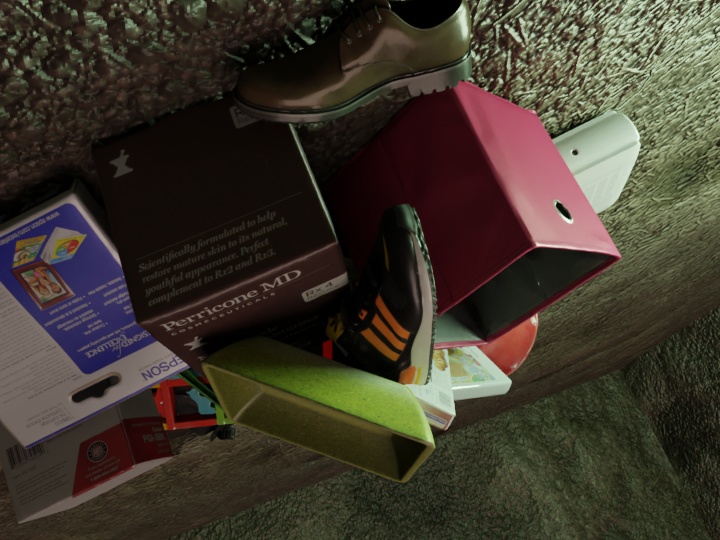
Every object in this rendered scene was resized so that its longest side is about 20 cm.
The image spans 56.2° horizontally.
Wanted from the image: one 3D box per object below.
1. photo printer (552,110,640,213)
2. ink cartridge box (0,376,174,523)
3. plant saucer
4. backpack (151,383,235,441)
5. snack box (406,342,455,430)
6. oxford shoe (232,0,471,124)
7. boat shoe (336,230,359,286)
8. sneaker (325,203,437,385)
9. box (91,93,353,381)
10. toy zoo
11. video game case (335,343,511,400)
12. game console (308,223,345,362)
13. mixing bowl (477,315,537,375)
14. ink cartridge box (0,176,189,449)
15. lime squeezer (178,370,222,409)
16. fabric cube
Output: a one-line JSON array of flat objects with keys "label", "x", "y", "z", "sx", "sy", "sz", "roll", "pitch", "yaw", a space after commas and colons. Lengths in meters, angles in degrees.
[{"label": "photo printer", "x": 0.250, "y": -0.104, "z": 0.879, "sx": 0.198, "sy": 0.070, "sz": 0.167, "roll": -27, "pitch": 155, "yaw": -4}, {"label": "ink cartridge box", "x": -0.303, "y": 0.133, "z": 0.708, "sx": 0.145, "sy": 0.203, "sz": 0.083, "roll": -26, "pitch": 166, "yaw": 9}, {"label": "plant saucer", "x": -0.034, "y": 0.125, "z": 0.618, "sx": 0.197, "sy": 0.048, "sz": 0.201, "roll": 19, "pitch": 155, "yaw": 5}, {"label": "backpack", "x": -0.160, "y": 0.116, "z": 0.889, "sx": 0.198, "sy": 0.128, "sz": 0.168, "roll": -27, "pitch": 138, "yaw": 5}, {"label": "snack box", "x": 0.060, "y": 0.089, "z": 0.723, "sx": 0.071, "sy": 0.201, "sz": 0.025, "roll": 25, "pitch": 113, "yaw": -7}, {"label": "oxford shoe", "x": -0.008, "y": -0.173, "z": 0.517, "sx": 0.197, "sy": 0.073, "sz": 0.085, "roll": -21, "pitch": 141, "yaw": -11}, {"label": "boat shoe", "x": 0.000, "y": 0.000, "z": 0.789, "sx": 0.198, "sy": 0.072, "sz": 0.066, "roll": 6, "pitch": 116, "yaw": -44}, {"label": "sneaker", "x": 0.013, "y": 0.035, "z": 0.557, "sx": 0.088, "sy": 0.071, "sz": 0.202, "roll": -8, "pitch": 137, "yaw": -2}, {"label": "box", "x": -0.108, "y": -0.022, "z": 0.605, "sx": 0.164, "sy": 0.166, "sz": 0.201, "roll": -22, "pitch": 158, "yaw": -3}, {"label": "toy zoo", "x": -0.226, "y": 0.123, "z": 0.788, "sx": 0.196, "sy": 0.134, "sz": 0.020, "roll": -5, "pitch": -163, "yaw": -1}, {"label": "video game case", "x": 0.057, "y": 0.085, "z": 0.792, "sx": 0.198, "sy": 0.182, "sz": 0.023, "roll": 3, "pitch": 121, "yaw": -41}, {"label": "game console", "x": -0.053, "y": 0.047, "z": 0.825, "sx": 0.175, "sy": 0.031, "sz": 0.204, "roll": -16, "pitch": 115, "yaw": -36}, {"label": "mixing bowl", "x": 0.160, "y": 0.067, "z": 1.002, "sx": 0.198, "sy": 0.203, "sz": 0.108, "roll": -28, "pitch": 163, "yaw": 12}, {"label": "ink cartridge box", "x": -0.282, "y": 0.045, "z": 0.612, "sx": 0.195, "sy": 0.047, "sz": 0.202, "roll": -25, "pitch": 123, "yaw": 3}, {"label": "lime squeezer", "x": -0.209, "y": 0.083, "z": 0.737, "sx": 0.069, "sy": 0.038, "sz": 0.202, "roll": -6, "pitch": 132, "yaw": 13}, {"label": "fabric cube", "x": 0.114, "y": -0.051, "z": 0.714, "sx": 0.194, "sy": 0.202, "sz": 0.199, "roll": 4, "pitch": 146, "yaw": -47}]
